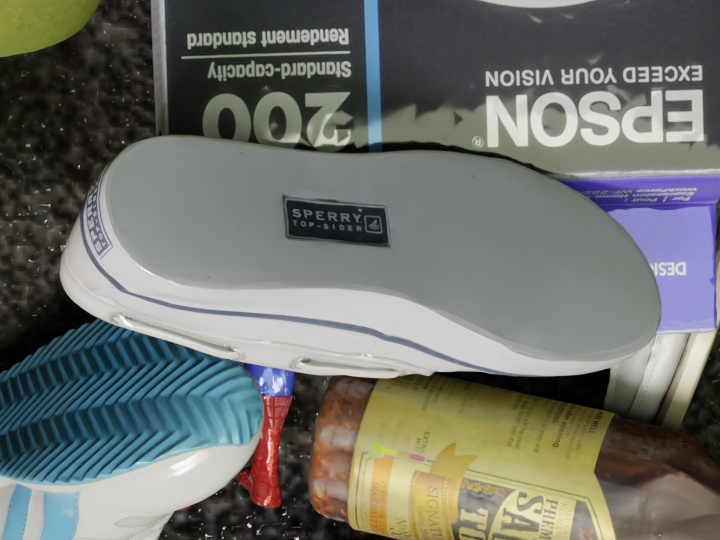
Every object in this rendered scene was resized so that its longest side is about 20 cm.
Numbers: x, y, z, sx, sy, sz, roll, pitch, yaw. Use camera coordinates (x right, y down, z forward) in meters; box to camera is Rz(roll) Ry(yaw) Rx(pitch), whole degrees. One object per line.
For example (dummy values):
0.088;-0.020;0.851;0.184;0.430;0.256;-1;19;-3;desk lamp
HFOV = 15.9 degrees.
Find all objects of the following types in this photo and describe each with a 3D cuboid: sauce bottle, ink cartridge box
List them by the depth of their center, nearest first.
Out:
0.028;-0.073;0.873;0.197;0.043;0.201;-2;93;-4;ink cartridge box
0.082;0.081;0.942;0.199;0.066;0.066;11;111;15;sauce bottle

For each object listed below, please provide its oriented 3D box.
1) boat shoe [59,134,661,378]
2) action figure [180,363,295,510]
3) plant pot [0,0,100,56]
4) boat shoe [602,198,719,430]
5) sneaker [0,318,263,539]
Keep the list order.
0.000;0.000;0.840;0.199;0.074;0.065;13;152;-20;boat shoe
-0.045;-0.016;0.927;0.065;0.052;0.201;3;106;-21;action figure
-0.116;-0.174;0.789;0.186;0.187;0.201;0;124;-14;plant pot
0.111;-0.021;0.958;0.068;0.075;0.201;16;113;6;boat shoe
-0.095;0.075;0.895;0.081;0.077;0.200;43;140;-24;sneaker
